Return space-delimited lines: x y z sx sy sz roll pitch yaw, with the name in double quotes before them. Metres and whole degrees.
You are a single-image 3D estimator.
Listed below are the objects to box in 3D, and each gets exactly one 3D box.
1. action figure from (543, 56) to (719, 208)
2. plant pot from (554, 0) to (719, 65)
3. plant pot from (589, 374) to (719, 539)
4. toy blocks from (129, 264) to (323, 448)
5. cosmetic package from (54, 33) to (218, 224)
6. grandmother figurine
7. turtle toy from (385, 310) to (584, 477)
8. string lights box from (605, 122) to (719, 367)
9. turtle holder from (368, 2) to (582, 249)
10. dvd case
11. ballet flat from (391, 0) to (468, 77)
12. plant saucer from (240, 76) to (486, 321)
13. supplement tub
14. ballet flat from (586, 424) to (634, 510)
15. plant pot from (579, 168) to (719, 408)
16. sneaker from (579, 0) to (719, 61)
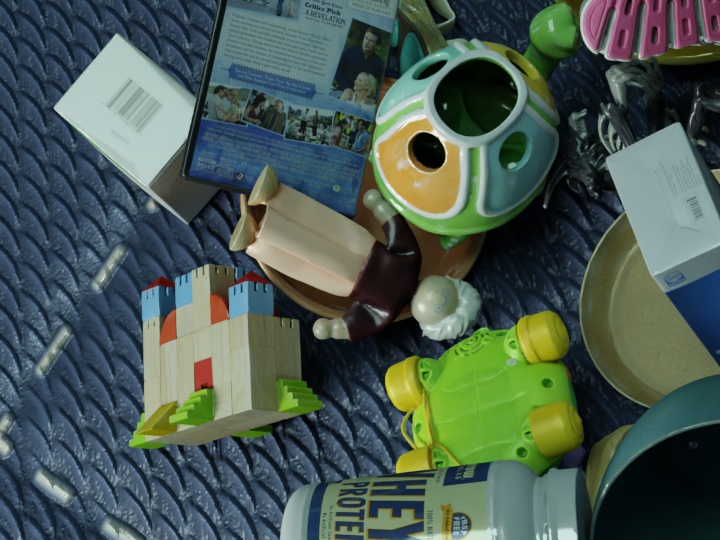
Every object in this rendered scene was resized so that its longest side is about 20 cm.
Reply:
"action figure" 0.223 -0.117 1.653 0.199 0.119 0.102 -18 98 14
"plant pot" 0.251 -0.295 1.694 0.200 0.201 0.189 -9 45 25
"plant pot" 0.257 0.147 1.465 0.200 0.200 0.135 -20 25 18
"toy blocks" -0.112 0.059 1.725 0.200 0.100 0.137 -20 68 49
"cosmetic package" -0.170 -0.114 1.798 0.108 0.200 0.085 39 86 10
"grandmother figurine" 0.000 0.000 1.670 0.061 0.199 0.122 -121 55 -80
"turtle toy" 0.105 0.132 1.590 0.145 0.101 0.201 -20 57 20
"string lights box" 0.242 -0.005 1.493 0.059 0.200 0.103 -26 54 14
"turtle holder" 0.099 -0.113 1.656 0.185 0.132 0.141 -17 72 -10
"dvd case" -0.053 -0.152 1.705 0.142 0.018 0.201 13 82 -11
"ballet flat" 0.056 -0.192 1.821 0.071 0.071 0.200 -31 56 11
"plant saucer" 0.003 -0.055 1.733 0.199 0.037 0.201 1 83 -6
"supplement tub" 0.057 0.205 1.460 0.199 0.145 0.145 -8 60 11
"ballet flat" 0.180 0.208 1.546 0.063 0.069 0.201 -22 48 52
"plant pot" 0.261 0.019 1.613 0.199 0.027 0.201 -12 59 22
"sneaker" 0.252 -0.199 1.609 0.199 0.074 0.087 -9 17 -7
